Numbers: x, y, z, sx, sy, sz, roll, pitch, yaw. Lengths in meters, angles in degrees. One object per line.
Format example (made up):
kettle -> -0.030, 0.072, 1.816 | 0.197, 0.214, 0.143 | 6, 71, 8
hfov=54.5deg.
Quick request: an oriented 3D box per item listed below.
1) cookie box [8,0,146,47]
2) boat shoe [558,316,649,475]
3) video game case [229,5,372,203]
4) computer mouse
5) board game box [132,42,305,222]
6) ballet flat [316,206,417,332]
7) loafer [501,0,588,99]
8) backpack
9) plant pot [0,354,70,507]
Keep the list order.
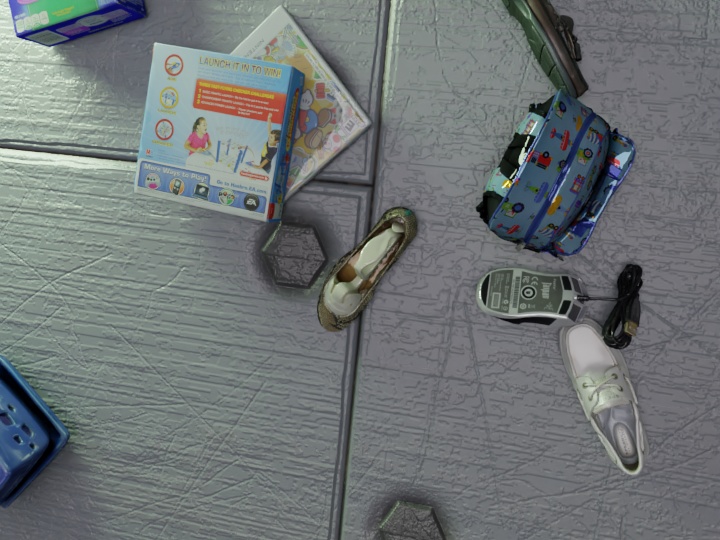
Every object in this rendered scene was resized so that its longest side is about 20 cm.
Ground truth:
cookie box -> -0.403, -0.435, 0.960 | 0.168, 0.075, 0.203 | -11, 92, 14
boat shoe -> 0.304, 0.153, 0.859 | 0.070, 0.069, 0.202 | -26, 88, 17
video game case -> -0.111, -0.216, 0.942 | 0.181, 0.023, 0.201 | -39, 87, 13
computer mouse -> 0.243, 0.037, 0.868 | 0.197, 0.044, 0.111 | 5, 63, 19
board game box -> -0.187, -0.180, 0.923 | 0.197, 0.056, 0.199 | 13, 97, 12
ballet flat -> 0.000, 0.000, 0.910 | 0.068, 0.075, 0.201 | 39, 102, 5
loafer -> 0.225, -0.302, 0.838 | 0.062, 0.072, 0.202 | -30, 86, 7
backpack -> 0.219, -0.104, 0.788 | 0.133, 0.200, 0.184 | 29, 100, 8
plant pot -> -0.559, 0.251, 1.004 | 0.200, 0.180, 0.200 | 45, 103, 5
